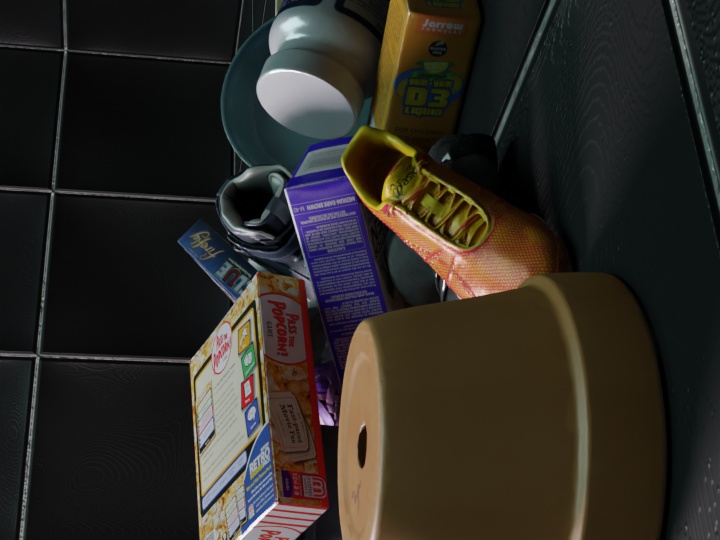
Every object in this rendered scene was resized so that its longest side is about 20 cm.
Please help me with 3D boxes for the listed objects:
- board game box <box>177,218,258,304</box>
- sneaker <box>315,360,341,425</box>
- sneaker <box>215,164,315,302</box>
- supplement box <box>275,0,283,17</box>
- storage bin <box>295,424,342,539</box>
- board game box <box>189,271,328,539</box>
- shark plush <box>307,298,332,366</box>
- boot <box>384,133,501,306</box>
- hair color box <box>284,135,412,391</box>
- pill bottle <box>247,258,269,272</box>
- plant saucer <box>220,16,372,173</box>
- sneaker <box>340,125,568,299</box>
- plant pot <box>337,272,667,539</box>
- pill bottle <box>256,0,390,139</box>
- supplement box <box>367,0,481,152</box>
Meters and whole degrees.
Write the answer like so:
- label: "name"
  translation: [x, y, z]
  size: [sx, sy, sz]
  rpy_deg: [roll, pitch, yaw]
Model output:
- label: "board game box"
  translation: [-0.089, 0.046, 1.291]
  size: [0.135, 0.035, 0.200]
  rpy_deg: [40, 171, 44]
- label: "sneaker"
  translation: [-0.019, 0.126, 1.237]
  size: [0.200, 0.080, 0.089]
  rpy_deg: [53, -172, -44]
- label: "sneaker"
  translation: [-0.042, -0.021, 1.167]
  size: [0.077, 0.201, 0.146]
  rpy_deg: [-61, -9, -13]
- label: "supplement box"
  translation: [-0.024, -0.235, 1.331]
  size: [0.074, 0.124, 0.202]
  rpy_deg: [82, -173, -75]
- label: "storage bin"
  translation: [-0.008, 0.206, 1.122]
  size: [0.200, 0.133, 0.147]
  rpy_deg: [116, 155, -68]
- label: "board game box"
  translation: [-0.087, 0.127, 1.044]
  size: [0.152, 0.046, 0.202]
  rpy_deg: [-48, 40, 46]
- label: "shark plush"
  translation: [-0.088, 0.099, 1.136]
  size: [0.200, 0.091, 0.083]
  rpy_deg: [-47, 17, 15]
- label: "boot"
  translation: [0.066, 0.007, 0.957]
  size: [0.201, 0.069, 0.133]
  rpy_deg: [100, 164, -56]
- label: "hair color box"
  translation: [0.000, 0.000, 1.086]
  size: [0.110, 0.064, 0.202]
  rpy_deg: [-69, -32, -64]
- label: "pill bottle"
  translation: [-0.055, -0.073, 1.387]
  size: [0.112, 0.111, 0.202]
  rpy_deg: [139, 153, -76]
- label: "plant saucer"
  translation: [-0.034, -0.163, 1.245]
  size: [0.036, 0.198, 0.202]
  rpy_deg: [66, -159, -67]
- label: "sneaker"
  translation: [0.053, -0.031, 0.839]
  size: [0.200, 0.077, 0.073]
  rpy_deg: [34, 92, 44]
- label: "plant pot"
  translation: [0.065, 0.098, 0.713]
  size: [0.200, 0.138, 0.203]
  rpy_deg: [-176, 90, -79]
- label: "pill bottle"
  translation: [-0.016, -0.225, 1.172]
  size: [0.116, 0.115, 0.201]
  rpy_deg: [112, 180, -62]
- label: "supplement box"
  translation: [0.048, -0.149, 1.096]
  size: [0.069, 0.066, 0.201]
  rpy_deg: [-99, 14, -48]
